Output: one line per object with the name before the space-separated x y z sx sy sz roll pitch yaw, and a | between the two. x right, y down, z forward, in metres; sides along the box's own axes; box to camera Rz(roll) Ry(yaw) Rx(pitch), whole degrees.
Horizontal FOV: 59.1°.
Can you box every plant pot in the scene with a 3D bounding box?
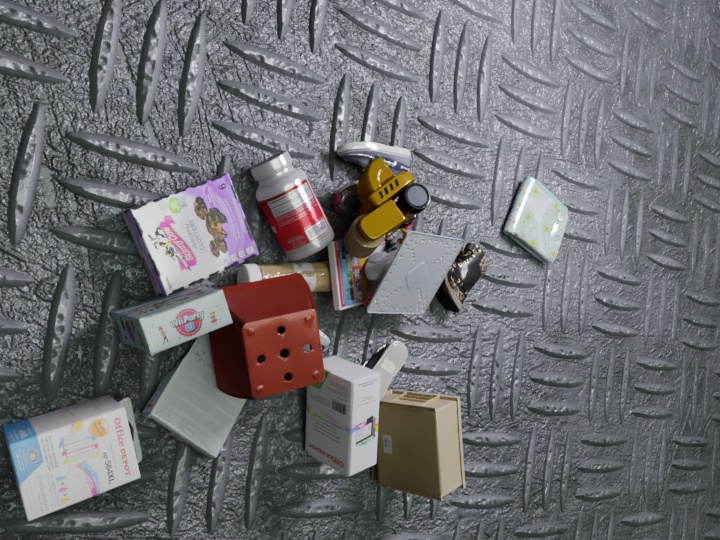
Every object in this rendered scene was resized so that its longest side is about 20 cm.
plant pot | -0.162 0.131 1.160 0.198 0.176 0.202 -11 103 -21

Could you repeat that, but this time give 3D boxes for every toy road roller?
toy road roller | 0.031 -0.136 1.308 0.200 0.123 0.146 -38 86 -21

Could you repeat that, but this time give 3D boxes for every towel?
towel | 0.487 -0.135 1.739 0.199 0.048 0.172 32 72 -29

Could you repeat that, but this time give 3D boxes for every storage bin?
storage bin | 0.119 0.381 1.409 0.093 0.197 0.202 -8 95 -50

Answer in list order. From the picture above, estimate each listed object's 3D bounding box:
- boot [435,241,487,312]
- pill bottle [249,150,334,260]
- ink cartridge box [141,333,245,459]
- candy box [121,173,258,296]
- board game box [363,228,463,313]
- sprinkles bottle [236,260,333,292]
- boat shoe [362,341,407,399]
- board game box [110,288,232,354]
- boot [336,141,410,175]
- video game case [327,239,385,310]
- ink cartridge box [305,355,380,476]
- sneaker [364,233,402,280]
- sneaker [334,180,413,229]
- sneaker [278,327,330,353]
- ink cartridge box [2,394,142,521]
boot | 0.231 -0.015 1.547 0.151 0.073 0.201 -46 122 -25
pill bottle | -0.141 -0.132 1.280 0.112 0.112 0.201 -35 108 -29
ink cartridge box | -0.302 0.233 1.226 0.162 0.050 0.201 44 50 -25
candy box | -0.315 -0.068 1.187 0.199 0.071 0.169 -28 105 -31
board game box | 0.116 0.005 1.382 0.199 0.026 0.201 4 120 -47
sprinkles bottle | -0.150 0.017 1.300 0.198 0.068 0.069 -3 92 -34
boat shoe | 0.028 0.239 1.425 0.074 0.060 0.200 43 65 -11
board game box | -0.331 0.081 1.100 0.147 0.199 0.065 -21 100 -31
boot | 0.036 -0.231 1.420 0.198 0.073 0.091 -1 85 -34
video game case | 0.000 0.000 1.389 0.199 0.017 0.145 -11 97 -55
ink cartridge box | -0.038 0.295 1.308 0.083 0.144 0.202 -8 105 -42
sneaker | 0.085 0.000 1.430 0.200 0.075 0.116 -42 121 -48
sneaker | 0.033 -0.141 1.403 0.198 0.075 0.081 9 115 -32
sneaker | -0.149 0.122 1.300 0.200 0.074 0.080 40 75 -28
ink cartridge box | -0.466 0.298 1.055 0.199 0.125 0.130 -15 98 -32
